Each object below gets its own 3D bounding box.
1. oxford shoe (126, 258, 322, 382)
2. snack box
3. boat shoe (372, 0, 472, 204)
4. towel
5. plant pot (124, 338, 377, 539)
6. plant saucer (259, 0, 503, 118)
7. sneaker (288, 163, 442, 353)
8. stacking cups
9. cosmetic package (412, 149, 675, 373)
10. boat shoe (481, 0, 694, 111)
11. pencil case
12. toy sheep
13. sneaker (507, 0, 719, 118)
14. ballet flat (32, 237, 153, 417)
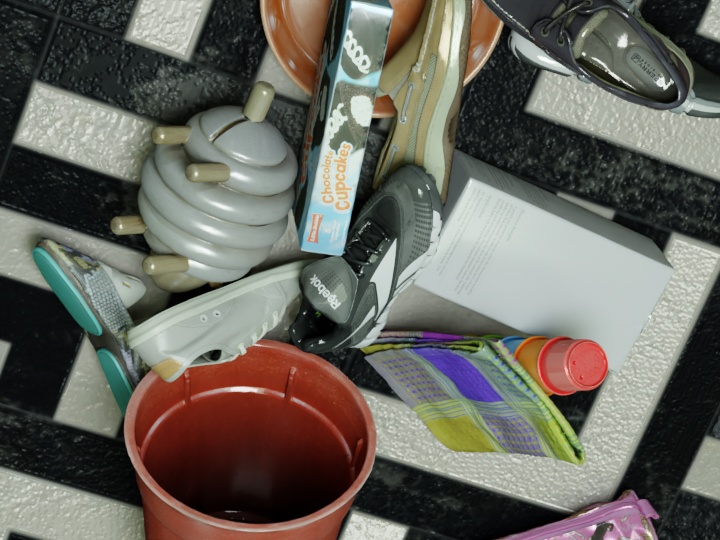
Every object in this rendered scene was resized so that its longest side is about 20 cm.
[{"bbox_3d":[-0.101,0.040,1.727,0.200,0.075,0.058,-25,85,-40],"label":"oxford shoe"},{"bbox_3d":[-0.016,-0.124,1.660,0.037,0.116,0.200,9,109,-9],"label":"snack box"},{"bbox_3d":[0.044,-0.148,1.689,0.076,0.072,0.200,8,110,1],"label":"boat shoe"},{"bbox_3d":[0.092,0.107,1.768,0.023,0.200,0.144,-49,113,-22],"label":"towel"},{"bbox_3d":[-0.097,0.195,1.749,0.201,0.201,0.195,1,135,-9],"label":"plant pot"},{"bbox_3d":[0.018,-0.222,1.707,0.200,0.032,0.200,-3,111,-7],"label":"plant saucer"},{"bbox_3d":[0.000,0.000,1.704,0.090,0.066,0.200,-22,151,-44],"label":"sneaker"},{"bbox_3d":[0.139,0.077,1.749,0.060,0.200,0.061,3,84,-27],"label":"stacking cups"},{"bbox_3d":[0.147,-0.007,1.779,0.200,0.085,0.108,24,106,-17],"label":"cosmetic package"},{"bbox_3d":[0.175,-0.190,1.665,0.200,0.065,0.072,36,100,-3],"label":"boat shoe"},{"bbox_3d":[0.169,0.258,1.887,0.200,0.087,0.083,-16,81,-3],"label":"pencil case"},{"bbox_3d":[-0.115,-0.064,1.692,0.138,0.138,0.200,22,121,-16],"label":"toy sheep"},{"bbox_3d":[0.229,-0.199,1.727,0.200,0.075,0.116,15,105,-13],"label":"sneaker"},{"bbox_3d":[-0.200,0.044,1.764,0.072,0.072,0.200,-26,112,2],"label":"ballet flat"}]
